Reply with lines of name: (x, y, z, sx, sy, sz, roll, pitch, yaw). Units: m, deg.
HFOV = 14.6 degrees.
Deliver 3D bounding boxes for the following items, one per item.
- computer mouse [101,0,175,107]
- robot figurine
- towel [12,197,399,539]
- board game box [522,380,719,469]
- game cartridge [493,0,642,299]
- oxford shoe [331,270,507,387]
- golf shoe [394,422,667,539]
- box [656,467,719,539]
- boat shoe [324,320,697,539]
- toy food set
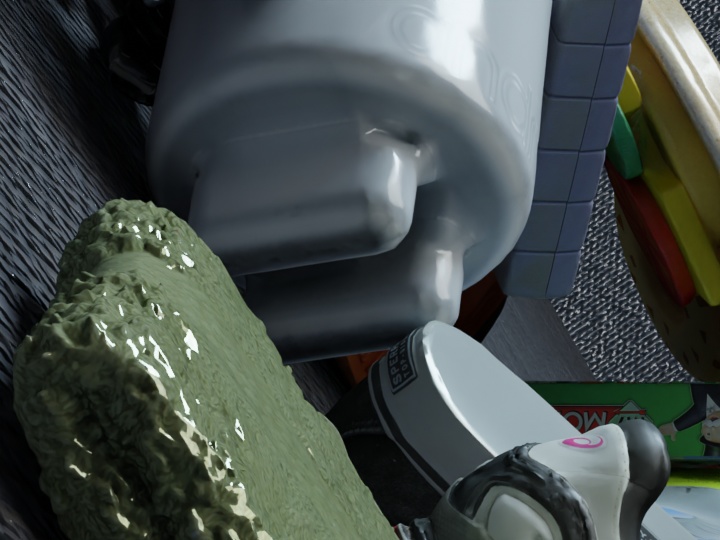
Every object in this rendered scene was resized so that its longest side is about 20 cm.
computer mouse: (-0.106, -0.147, 0.904, 0.139, 0.053, 0.201, -96, 163, -71)
robot figurine: (0.000, -0.068, 0.840, 0.170, 0.112, 0.201, 65, 25, -46)
towel: (-0.004, 0.082, 0.557, 0.200, 0.036, 0.148, 58, 6, -9)
board game box: (0.094, 0.066, 1.081, 0.200, 0.134, 0.029, 37, 54, -76)
game cartridge: (0.049, -0.099, 0.977, 0.200, 0.038, 0.130, -108, -162, -48)
oxford shoe: (0.000, 0.000, 1.024, 0.073, 0.071, 0.200, 37, -2, 13)
golf shoe: (0.081, 0.130, 0.705, 0.200, 0.092, 0.073, 58, 4, -22)
box: (0.097, 0.108, 0.905, 0.200, 0.121, 0.048, -93, -176, -79)
boat shoe: (0.066, 0.103, 0.789, 0.200, 0.064, 0.071, 46, 23, -3)
toy food set: (0.116, -0.035, 1.045, 0.199, 0.049, 0.200, 63, 1, -14)
